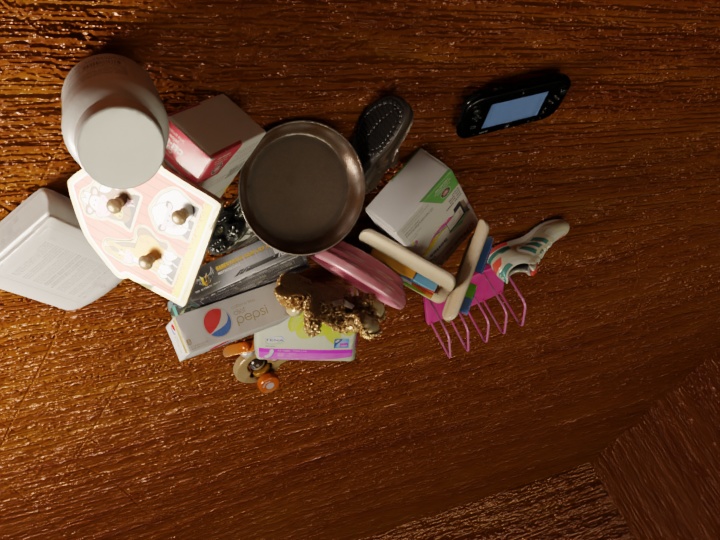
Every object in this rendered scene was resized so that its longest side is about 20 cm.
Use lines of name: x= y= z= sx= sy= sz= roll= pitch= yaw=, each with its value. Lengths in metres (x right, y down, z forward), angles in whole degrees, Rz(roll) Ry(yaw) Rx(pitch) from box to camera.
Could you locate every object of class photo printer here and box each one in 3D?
photo printer: x=-0.427 y=-0.022 z=1.118 sx=0.166 sy=0.070 sz=0.200 roll=-37 pitch=148 yaw=15

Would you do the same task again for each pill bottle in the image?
pill bottle: x=-0.275 y=-0.167 z=0.866 sx=0.114 sy=0.200 sz=0.115 roll=-9 pitch=119 yaw=-17

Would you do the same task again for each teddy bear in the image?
teddy bear: x=-0.052 y=0.066 z=1.311 sx=0.199 sy=0.145 sz=0.067 roll=6 pitch=132 yaw=-8

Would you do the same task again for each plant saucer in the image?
plant saucer: x=-0.090 y=-0.124 z=1.162 sx=0.199 sy=0.032 sz=0.201 roll=-5 pitch=102 yaw=-22
plant saucer: x=0.000 y=0.000 z=1.380 sx=0.051 sy=0.200 sz=0.200 roll=-60 pitch=147 yaw=-5

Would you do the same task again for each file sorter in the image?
file sorter: x=0.261 y=0.093 z=1.751 sx=0.199 sy=0.126 sz=0.139 roll=-23 pitch=149 yaw=-6

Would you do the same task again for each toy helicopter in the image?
toy helicopter: x=-0.189 y=0.152 z=1.575 sx=0.132 sy=0.079 sz=0.200 roll=27 pitch=110 yaw=-43

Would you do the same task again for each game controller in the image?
game controller: x=0.253 y=-0.273 z=1.283 sx=0.199 sy=0.042 sz=0.105 roll=-16 pitch=147 yaw=-16

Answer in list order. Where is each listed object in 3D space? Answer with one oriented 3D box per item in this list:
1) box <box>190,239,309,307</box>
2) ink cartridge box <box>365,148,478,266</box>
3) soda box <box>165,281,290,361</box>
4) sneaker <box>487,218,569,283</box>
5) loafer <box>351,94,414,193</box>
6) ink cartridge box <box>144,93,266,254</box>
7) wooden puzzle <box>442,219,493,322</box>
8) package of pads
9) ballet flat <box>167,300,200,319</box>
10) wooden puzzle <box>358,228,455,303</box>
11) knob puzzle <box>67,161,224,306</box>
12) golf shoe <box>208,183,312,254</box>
box: x=-0.187 y=0.001 z=1.301 sx=0.199 sy=0.049 sz=0.158 roll=-24 pitch=172 yaw=-4
ink cartridge box: x=0.115 y=-0.096 z=1.363 sx=0.145 sy=0.084 sz=0.200 roll=-48 pitch=148 yaw=-3
soda box: x=-0.223 y=0.085 z=1.314 sx=0.199 sy=0.068 sz=0.064 roll=-20 pitch=172 yaw=-31
sneaker: x=0.377 y=-0.036 z=1.677 sx=0.199 sy=0.094 sz=0.070 roll=-24 pitch=149 yaw=-4
loafer: x=0.029 y=-0.196 z=1.214 sx=0.071 sy=0.073 sz=0.200 roll=-13 pitch=153 yaw=-41
ink cartridge box: x=-0.236 y=-0.124 z=1.035 sx=0.200 sy=0.083 sz=0.145 roll=-49 pitch=180 yaw=32
wooden puzzle: x=0.201 y=0.010 z=1.411 sx=0.200 sy=0.046 sz=0.186 roll=42 pitch=68 yaw=-85
package of pads: x=-0.103 y=0.099 z=1.464 sx=0.199 sy=0.068 sz=0.155 roll=1 pitch=131 yaw=-5
ballet flat: x=-0.273 y=0.097 z=1.413 sx=0.074 sy=0.074 sz=0.200 roll=-40 pitch=147 yaw=21
wooden puzzle: x=0.078 y=0.001 z=1.390 sx=0.037 sy=0.184 sz=0.200 roll=-59 pitch=174 yaw=-10
knob puzzle: x=-0.289 y=-0.062 z=0.980 sx=0.220 sy=0.219 sz=0.030 roll=-50 pitch=-175 yaw=33
golf shoe: x=-0.163 y=-0.095 z=1.222 sx=0.199 sy=0.078 sz=0.094 roll=-30 pitch=172 yaw=1
